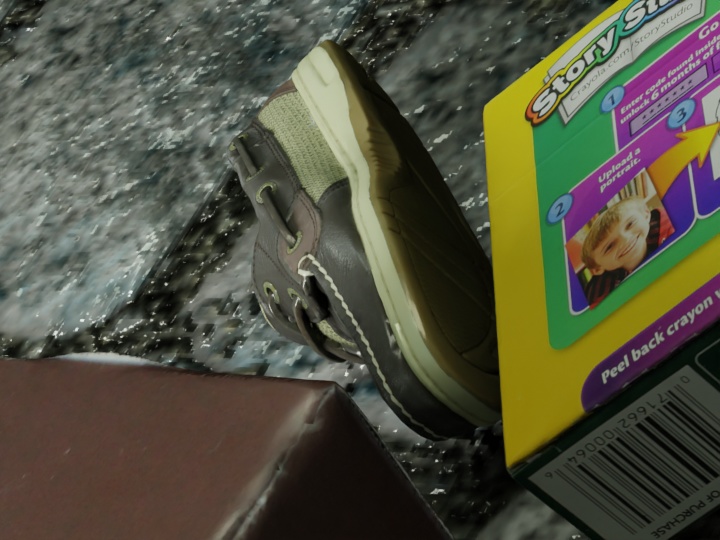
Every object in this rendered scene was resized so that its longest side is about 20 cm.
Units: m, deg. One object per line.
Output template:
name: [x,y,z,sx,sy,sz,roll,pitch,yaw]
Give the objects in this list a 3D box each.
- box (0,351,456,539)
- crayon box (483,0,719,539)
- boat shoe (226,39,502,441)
box: [-0.071,0.147,0.715,0.166,0.164,0.200,3,49,45]
crayon box: [0.127,-0.039,0.822,0.200,0.058,0.173,-37,29,26]
boat shoe: [-0.001,-0.001,0.926,0.066,0.072,0.201,-40,32,13]
